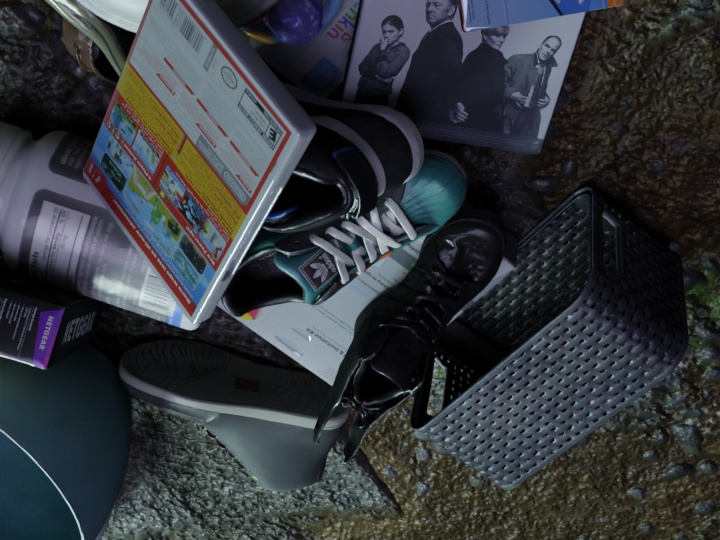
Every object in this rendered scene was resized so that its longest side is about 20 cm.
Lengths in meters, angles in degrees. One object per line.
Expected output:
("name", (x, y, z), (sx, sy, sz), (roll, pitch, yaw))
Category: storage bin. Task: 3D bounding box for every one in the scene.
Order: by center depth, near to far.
("storage bin", (0.138, 0.053, 0.931), (0.094, 0.135, 0.200), (34, 126, -16))

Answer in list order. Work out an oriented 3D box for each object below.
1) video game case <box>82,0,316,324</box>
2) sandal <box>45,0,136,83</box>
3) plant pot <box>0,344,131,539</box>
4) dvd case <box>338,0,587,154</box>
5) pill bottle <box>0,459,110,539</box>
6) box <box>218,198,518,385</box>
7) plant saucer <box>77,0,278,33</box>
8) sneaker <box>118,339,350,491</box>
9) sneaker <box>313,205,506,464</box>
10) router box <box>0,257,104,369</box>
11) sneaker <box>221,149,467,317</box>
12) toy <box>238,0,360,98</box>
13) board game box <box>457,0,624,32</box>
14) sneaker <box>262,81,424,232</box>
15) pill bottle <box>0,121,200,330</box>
("video game case", (-0.111, -0.075, 0.799), (0.143, 0.017, 0.200), (51, 137, 16))
("sandal", (-0.178, -0.175, 0.862), (0.201, 0.080, 0.057), (47, 138, -17))
("plant pot", (-0.271, 0.132, 1.053), (0.200, 0.135, 0.200), (22, 138, 21))
("dvd case", (0.074, -0.174, 0.825), (0.150, 0.025, 0.200), (8, 128, -8))
("pill bottle", (-0.342, 0.217, 1.160), (0.200, 0.114, 0.114), (27, 127, -12))
("box", (0.000, 0.000, 0.977), (0.156, 0.041, 0.200), (36, 124, -16))
("plant saucer", (-0.119, -0.241, 0.765), (0.199, 0.050, 0.201), (0, 107, 1))
("sneaker", (-0.116, 0.133, 1.077), (0.199, 0.075, 0.106), (15, 126, -3))
("sneaker", (0.037, 0.048, 0.915), (0.060, 0.104, 0.200), (33, 126, -15))
("router box", (-0.285, 0.022, 0.954), (0.149, 0.200, 0.051), (17, 92, -3))
("sneaker", (-0.014, -0.018, 0.889), (0.200, 0.080, 0.071), (-24, 119, 23))
("toy", (-0.071, -0.198, 0.832), (0.200, 0.047, 0.115), (38, 125, -18))
("board game box", (0.098, -0.249, 0.742), (0.103, 0.019, 0.201), (-9, 114, 2))
("sneaker", (-0.067, -0.077, 0.845), (0.200, 0.112, 0.073), (8, 121, 37))
("pill bottle", (-0.199, -0.038, 0.938), (0.199, 0.114, 0.114), (19, 128, -4))
